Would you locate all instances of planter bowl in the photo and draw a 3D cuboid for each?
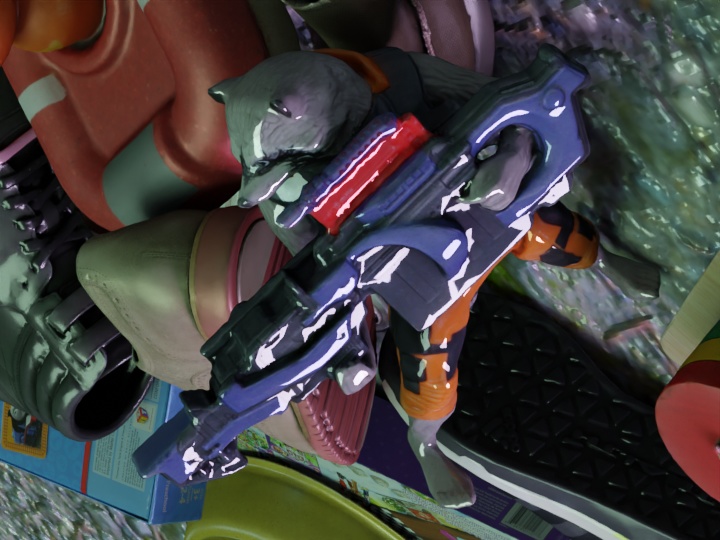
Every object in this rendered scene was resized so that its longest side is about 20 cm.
[{"bbox_3d":[-0.023,0.185,1.306,0.200,0.084,0.201,32,153,18],"label":"planter bowl"}]

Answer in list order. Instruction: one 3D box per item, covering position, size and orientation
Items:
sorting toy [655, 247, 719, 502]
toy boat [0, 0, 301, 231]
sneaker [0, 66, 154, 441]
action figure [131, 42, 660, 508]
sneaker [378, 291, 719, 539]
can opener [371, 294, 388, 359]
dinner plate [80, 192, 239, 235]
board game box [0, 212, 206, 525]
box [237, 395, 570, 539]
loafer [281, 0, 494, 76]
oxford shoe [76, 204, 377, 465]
[{"bbox_3d":[0.197,0.056,0.944,0.200,0.070,0.199,38,152,8],"label":"sorting toy"},{"bbox_3d":[-0.121,-0.103,1.027,0.130,0.130,0.200,-38,76,50],"label":"toy boat"},{"bbox_3d":[-0.124,-0.015,1.145,0.099,0.071,0.201,29,136,31],"label":"sneaker"},{"bbox_3d":[0.000,0.000,0.983,0.194,0.200,0.105,52,180,-43],"label":"action figure"},{"bbox_3d":[0.089,0.086,1.121,0.200,0.072,0.083,33,153,19],"label":"sneaker"},{"bbox_3d":[-0.061,0.028,1.236,0.200,0.067,0.053,-6,126,46],"label":"can opener"},{"bbox_3d":[-0.114,-0.081,1.161,0.200,0.024,0.201,27,130,37],"label":"dinner plate"},{"bbox_3d":[-0.138,0.013,1.254,0.200,0.037,0.152,16,100,40],"label":"board game box"},{"bbox_3d":[0.025,0.118,1.279,0.200,0.039,0.137,24,147,32],"label":"box"},{"bbox_3d":[-0.009,-0.111,0.977,0.073,0.071,0.200,21,145,35],"label":"loafer"},{"bbox_3d":[-0.045,0.022,1.075,0.075,0.071,0.200,3,157,19],"label":"oxford shoe"}]
